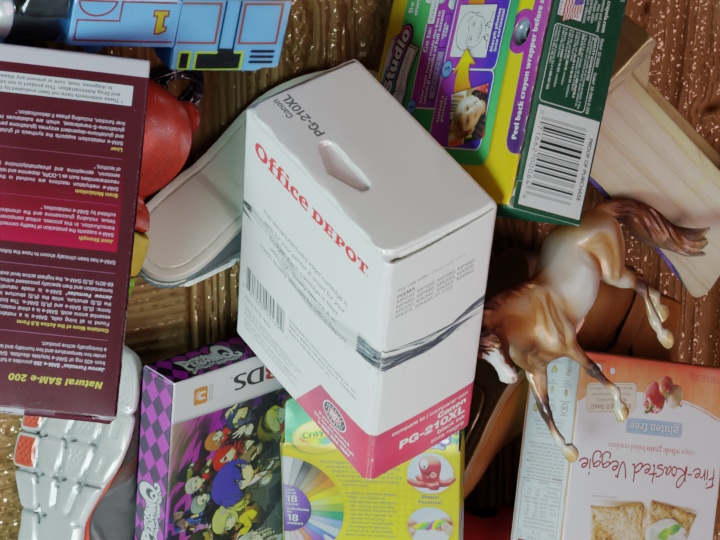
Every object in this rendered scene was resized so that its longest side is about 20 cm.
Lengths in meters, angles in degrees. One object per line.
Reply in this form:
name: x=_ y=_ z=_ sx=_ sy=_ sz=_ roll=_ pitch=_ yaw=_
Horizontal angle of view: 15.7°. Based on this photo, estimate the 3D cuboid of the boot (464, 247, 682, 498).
boot: x=0.128 y=0.084 z=1.785 sx=0.155 sy=0.077 sz=0.201 roll=15 pitch=98 yaw=-37

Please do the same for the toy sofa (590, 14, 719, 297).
toy sofa: x=0.190 y=-0.080 z=1.723 sx=0.098 sy=0.083 sz=0.200 roll=-46 pitch=126 yaw=5

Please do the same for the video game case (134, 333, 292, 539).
video game case: x=-0.067 y=0.133 z=1.687 sx=0.181 sy=0.036 sz=0.201 roll=-17 pitch=122 yaw=-41

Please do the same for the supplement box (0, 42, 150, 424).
supplement box: x=-0.179 y=-0.020 z=1.452 sx=0.108 sy=0.061 sz=0.201 roll=7 pitch=84 yaw=-6

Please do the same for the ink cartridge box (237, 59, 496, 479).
ink cartridge box: x=0.000 y=0.000 z=1.543 sx=0.084 sy=0.145 sz=0.201 roll=-27 pitch=146 yaw=-25

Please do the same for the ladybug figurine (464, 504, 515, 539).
ladybug figurine: x=0.090 y=0.205 z=1.797 sx=0.199 sy=0.072 sz=0.136 roll=-3 pitch=158 yaw=-28

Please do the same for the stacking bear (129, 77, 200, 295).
stacking bear: x=-0.172 y=-0.027 z=1.537 sx=0.121 sy=0.114 sz=0.201 roll=30 pitch=95 yaw=-37

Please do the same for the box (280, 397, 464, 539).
box: x=0.008 y=0.163 z=1.670 sx=0.117 sy=0.048 sz=0.201 roll=3 pitch=120 yaw=5

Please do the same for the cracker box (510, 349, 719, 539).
cracker box: x=0.169 y=0.156 z=1.728 sx=0.133 sy=0.058 sz=0.201 roll=7 pitch=89 yaw=-36

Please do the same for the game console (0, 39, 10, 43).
game console: x=-0.244 y=-0.181 z=1.472 sx=0.176 sy=0.031 sz=0.201 roll=28 pitch=99 yaw=-35

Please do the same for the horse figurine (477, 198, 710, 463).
horse figurine: x=0.141 y=0.021 z=1.647 sx=0.133 sy=0.050 sz=0.200 roll=52 pitch=57 yaw=-23

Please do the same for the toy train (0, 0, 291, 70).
toy train: x=-0.128 y=-0.173 z=1.476 sx=0.199 sy=0.087 sz=0.115 roll=-2 pitch=121 yaw=-24

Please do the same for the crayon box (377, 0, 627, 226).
crayon box: x=0.081 y=-0.134 z=1.549 sx=0.058 sy=0.172 sz=0.201 roll=14 pitch=88 yaw=-31

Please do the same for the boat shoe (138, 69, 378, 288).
boat shoe: x=-0.061 y=-0.056 z=1.626 sx=0.200 sy=0.073 sz=0.062 roll=-37 pitch=169 yaw=-16

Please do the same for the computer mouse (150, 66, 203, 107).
computer mouse: x=-0.089 y=-0.152 z=1.568 sx=0.058 sy=0.034 sz=0.201 roll=24 pitch=101 yaw=-35

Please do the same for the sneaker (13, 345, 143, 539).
sneaker: x=-0.171 y=0.138 z=1.657 sx=0.082 sy=0.077 sz=0.201 roll=-3 pitch=112 yaw=-62
